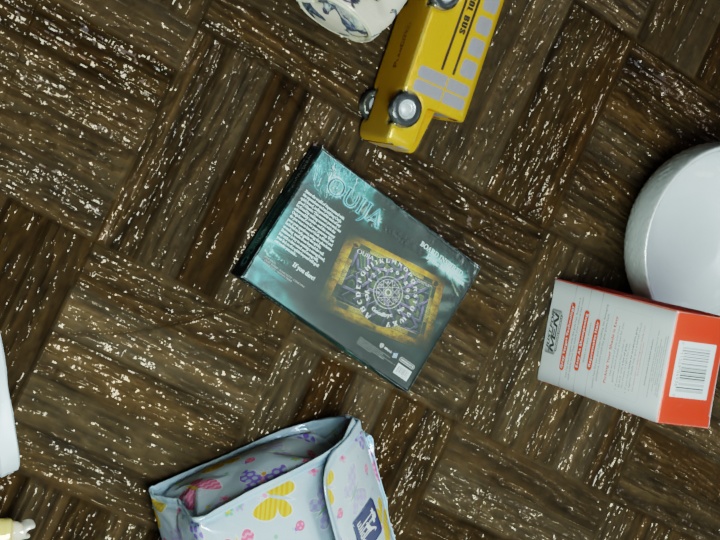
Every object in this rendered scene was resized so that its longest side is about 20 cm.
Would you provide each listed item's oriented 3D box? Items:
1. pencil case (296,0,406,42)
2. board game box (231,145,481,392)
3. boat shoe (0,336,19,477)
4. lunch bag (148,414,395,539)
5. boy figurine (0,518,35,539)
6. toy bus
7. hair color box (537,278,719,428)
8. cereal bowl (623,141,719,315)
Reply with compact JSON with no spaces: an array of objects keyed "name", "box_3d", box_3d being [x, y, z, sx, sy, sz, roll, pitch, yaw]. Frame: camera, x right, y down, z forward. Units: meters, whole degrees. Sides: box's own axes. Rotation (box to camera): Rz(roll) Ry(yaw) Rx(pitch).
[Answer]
[{"name":"pencil case","box_3d":[0.026,-0.288,1.455,0.089,0.078,0.201,40,80,-34]},{"name":"board game box","box_3d":[0.000,0.000,1.515,0.200,0.028,0.136,36,81,-25]},{"name":"boat shoe","box_3d":[-0.318,0.078,1.349,0.062,0.072,0.202,-16,108,-25]},{"name":"lunch bag","box_3d":[-0.059,0.235,1.471,0.199,0.127,0.171,-21,109,-29]},{"name":"boy figurine","box_3d":[-0.307,0.256,1.387,0.199,0.064,0.125,27,88,-30]},{"name":"toy bus","box_3d":[0.067,-0.200,1.497,0.078,0.065,0.201,19,89,-29]},{"name":"hair color box","box_3d":[0.244,0.073,1.549,0.061,0.200,0.102,8,95,-27]},{"name":"cereal bowl","box_3d":[0.334,-0.027,1.643,0.199,0.083,0.202,-4,99,-25]}]
